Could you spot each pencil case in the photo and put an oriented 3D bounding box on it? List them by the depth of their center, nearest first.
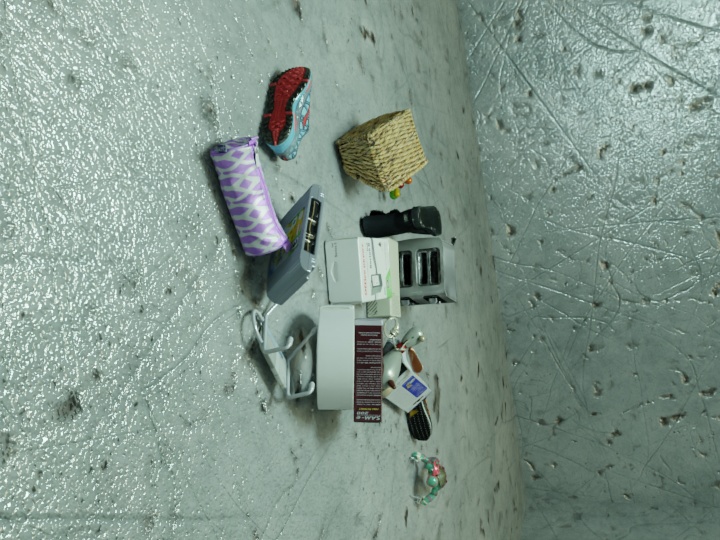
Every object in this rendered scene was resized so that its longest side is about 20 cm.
[{"bbox_3d":[-0.179,-0.123,1.031,0.084,0.084,0.202,-66,145,-58],"label":"pencil case"}]

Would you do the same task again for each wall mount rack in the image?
[{"bbox_3d":[-0.127,0.126,1.125,0.175,0.074,0.202,-97,169,-54],"label":"wall mount rack"}]

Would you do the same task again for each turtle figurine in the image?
[{"bbox_3d":[0.204,0.605,1.820,0.200,0.099,0.152,29,58,-71],"label":"turtle figurine"}]

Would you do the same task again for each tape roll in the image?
[{"bbox_3d":[-0.047,0.168,1.219,0.202,0.070,0.206,-179,-90,-90],"label":"tape roll"}]

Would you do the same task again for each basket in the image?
[{"bbox_3d":[0.046,-0.284,1.524,0.200,0.141,0.150,-43,119,-42],"label":"basket"}]

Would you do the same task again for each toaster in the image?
[{"bbox_3d":[0.173,-0.002,1.751,0.118,0.179,0.203,18,70,-65],"label":"toaster"}]

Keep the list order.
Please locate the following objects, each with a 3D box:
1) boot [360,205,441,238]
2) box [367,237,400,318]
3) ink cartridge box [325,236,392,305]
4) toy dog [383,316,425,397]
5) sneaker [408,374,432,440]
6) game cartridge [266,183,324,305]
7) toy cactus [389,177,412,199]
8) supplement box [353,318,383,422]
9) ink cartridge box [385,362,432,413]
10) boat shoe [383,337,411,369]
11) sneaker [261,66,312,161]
[{"bbox_3d":[0.109,-0.123,1.631,0.199,0.166,0.078,3,83,-63],"label":"boot"},{"bbox_3d":[0.058,0.022,1.609,0.082,0.068,0.203,20,66,-66],"label":"box"},{"bbox_3d":[0.000,0.000,1.448,0.200,0.083,0.148,-5,90,-68],"label":"ink cartridge box"},{"bbox_3d":[0.095,0.223,1.529,0.131,0.096,0.202,33,81,-37],"label":"toy dog"},{"bbox_3d":[0.174,0.395,1.813,0.090,0.069,0.202,-50,129,-56],"label":"sneaker"},{"bbox_3d":[-0.117,-0.045,1.108,0.040,0.133,0.202,23,47,-22],"label":"game cartridge"},{"bbox_3d":[0.075,-0.298,1.710,0.201,0.101,0.166,54,26,-36],"label":"toy cactus"},{"bbox_3d":[0.016,0.200,1.279,0.109,0.060,0.203,69,21,-87],"label":"supplement box"},{"bbox_3d":[0.119,0.314,1.658,0.037,0.095,0.200,49,2,38],"label":"ink cartridge box"},{"bbox_3d":[0.091,0.257,1.653,0.066,0.070,0.201,-45,146,-25],"label":"boat shoe"},{"bbox_3d":[-0.137,-0.302,1.210,0.096,0.078,0.202,64,37,-60],"label":"sneaker"}]
